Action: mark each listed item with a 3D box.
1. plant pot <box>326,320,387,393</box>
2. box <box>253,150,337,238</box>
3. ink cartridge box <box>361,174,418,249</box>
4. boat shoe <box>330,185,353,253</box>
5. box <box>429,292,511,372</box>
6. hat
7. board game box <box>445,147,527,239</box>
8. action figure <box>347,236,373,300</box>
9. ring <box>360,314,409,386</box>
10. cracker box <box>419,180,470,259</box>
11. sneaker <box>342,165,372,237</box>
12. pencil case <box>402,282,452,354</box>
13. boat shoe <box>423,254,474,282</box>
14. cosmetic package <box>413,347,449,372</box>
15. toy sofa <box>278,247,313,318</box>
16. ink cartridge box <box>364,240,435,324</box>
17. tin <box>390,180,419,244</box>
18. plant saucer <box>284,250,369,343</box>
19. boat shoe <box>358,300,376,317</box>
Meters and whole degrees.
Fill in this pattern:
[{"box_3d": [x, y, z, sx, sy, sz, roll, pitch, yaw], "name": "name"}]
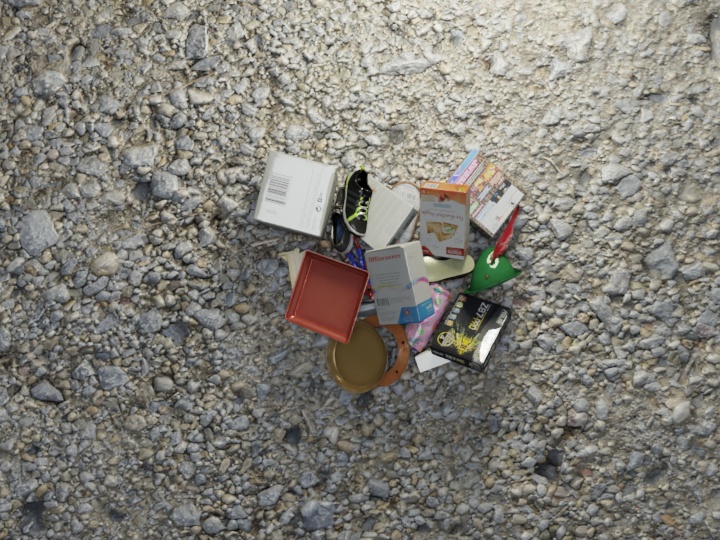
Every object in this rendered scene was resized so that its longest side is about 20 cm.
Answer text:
[{"box_3d": [-0.007, 0.245, 1.729, 0.196, 0.027, 0.205, -2, 86, 27], "name": "plant pot"}, {"box_3d": [-0.179, -0.209, 1.720, 0.196, 0.131, 0.203, 14, 89, 0], "name": "box"}, {"box_3d": [0.045, -0.159, 1.740, 0.199, 0.047, 0.161, 40, 97, 32], "name": "ink cartridge box"}, {"box_3d": [-0.057, -0.151, 1.727, 0.069, 0.066, 0.204, -4, 75, 28], "name": "boat shoe"}, {"box_3d": [0.304, 0.167, 1.675, 0.159, 0.050, 0.201, 19, 57, 29], "name": "box"}, {"box_3d": [0.350, -0.053, 1.691, 0.197, 0.165, 0.179, -22, 93, -17], "name": "hat"}, {"box_3d": [0.341, -0.215, 1.731, 0.199, 0.097, 0.160, 40, 90, 1], "name": "board game box"}, {"box_3d": [0.000, 0.000, 1.754, 0.065, 0.052, 0.203, -24, 91, 15], "name": "action figure"}, {"box_3d": [0.054, 0.226, 1.727, 0.197, 0.019, 0.205, -4, 83, 32], "name": "ring"}, {"box_3d": [0.233, -0.138, 1.686, 0.131, 0.058, 0.204, 9, 122, 23], "name": "cracker box"}, {"box_3d": [-0.005, -0.195, 1.692, 0.071, 0.082, 0.204, 7, 69, -36], "name": "sneaker"}, {"box_3d": [0.182, 0.134, 1.734, 0.087, 0.087, 0.202, 31, 89, 1], "name": "pencil case"}, {"box_3d": [0.224, -0.001, 1.742, 0.197, 0.063, 0.075, -7, 74, -4], "name": "boat shoe"}, {"box_3d": [0.250, 0.229, 1.733, 0.197, 0.083, 0.052, -21, 89, 0], "name": "cosmetic package"}, {"box_3d": [-0.170, 0.039, 1.740, 0.095, 0.083, 0.204, -9, 89, 4], "name": "toy sofa"}, {"box_3d": [0.103, 0.032, 1.611, 0.143, 0.084, 0.204, -7, 100, 42], "name": "ink cartridge box"}, {"box_3d": [0.115, -0.161, 1.764, 0.110, 0.042, 0.204, 17, 89, 5], "name": "tin"}, {"box_3d": [-0.088, 0.071, 1.658, 0.197, 0.037, 0.203, 19, 92, 15], "name": "plant saucer"}, {"box_3d": [-0.022, 0.096, 1.726, 0.196, 0.073, 0.070, -12, 72, 25], "name": "boat shoe"}]
